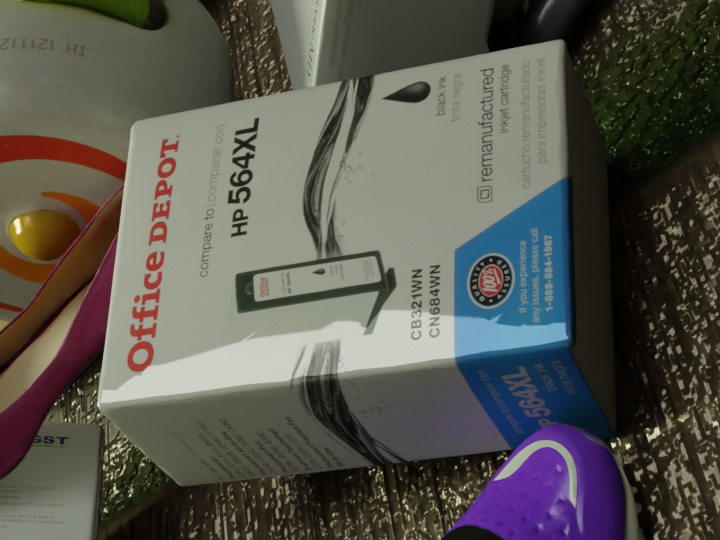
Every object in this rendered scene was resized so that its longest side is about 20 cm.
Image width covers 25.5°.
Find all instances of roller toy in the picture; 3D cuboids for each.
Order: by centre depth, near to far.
[{"bbox_3d":[-0.156,-0.062,0.825,0.182,0.200,0.140,-20,47,21],"label":"roller toy"}]

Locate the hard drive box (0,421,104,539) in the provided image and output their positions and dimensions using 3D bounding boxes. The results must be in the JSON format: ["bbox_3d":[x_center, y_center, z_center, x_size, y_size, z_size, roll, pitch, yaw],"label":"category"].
[{"bbox_3d":[-0.197,0.151,0.716,0.200,0.155,0.077,-100,15,-61],"label":"hard drive box"}]

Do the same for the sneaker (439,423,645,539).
[{"bbox_3d":[0.028,0.138,0.571,0.069,0.099,0.201,17,76,49],"label":"sneaker"}]

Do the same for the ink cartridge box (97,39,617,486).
[{"bbox_3d":[0.000,0.000,0.667,0.199,0.084,0.147,-9,58,18],"label":"ink cartridge box"}]

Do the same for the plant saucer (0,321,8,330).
[{"bbox_3d":[-0.210,0.004,0.986,0.200,0.035,0.201,-27,45,31],"label":"plant saucer"}]

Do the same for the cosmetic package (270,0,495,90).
[{"bbox_3d":[0.003,-0.159,0.800,0.200,0.084,0.108,-104,18,-50],"label":"cosmetic package"}]

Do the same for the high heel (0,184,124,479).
[{"bbox_3d":[-0.163,0.031,0.732,0.200,0.096,0.067,-33,38,-29],"label":"high heel"}]

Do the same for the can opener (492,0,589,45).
[{"bbox_3d":[0.126,-0.196,0.750,0.200,0.053,0.066,-55,1,4],"label":"can opener"}]
